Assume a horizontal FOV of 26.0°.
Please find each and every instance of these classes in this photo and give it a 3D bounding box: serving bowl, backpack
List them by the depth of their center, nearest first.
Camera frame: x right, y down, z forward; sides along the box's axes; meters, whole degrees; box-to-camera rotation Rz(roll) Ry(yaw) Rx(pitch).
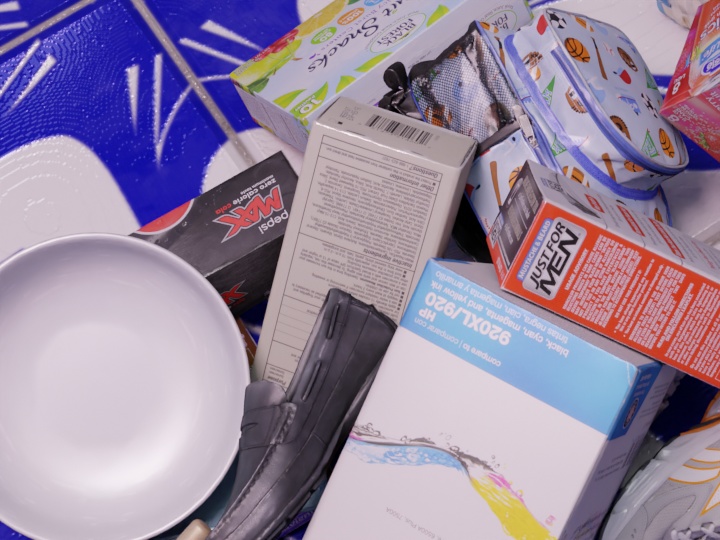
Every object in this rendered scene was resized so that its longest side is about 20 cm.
[{"bbox_3d":[-0.172,0.076,1.019,0.197,0.066,0.203,0,91,-8],"label":"serving bowl"},{"bbox_3d":[0.140,-0.078,1.086,0.153,0.199,0.193,-31,73,37],"label":"backpack"}]

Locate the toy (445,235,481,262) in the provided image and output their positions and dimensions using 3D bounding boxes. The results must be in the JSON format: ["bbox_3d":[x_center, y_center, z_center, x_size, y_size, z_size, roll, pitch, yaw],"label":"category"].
[{"bbox_3d":[0.030,-0.043,1.158,0.114,0.047,0.202,-19,52,13],"label":"toy"}]

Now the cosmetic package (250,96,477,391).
[{"bbox_3d":[0.000,0.000,1.032,0.102,0.202,0.073,19,24,7],"label":"cosmetic package"}]

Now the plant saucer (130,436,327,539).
[{"bbox_3d":[-0.119,0.148,1.048,0.197,0.019,0.071,-12,60,4],"label":"plant saucer"}]

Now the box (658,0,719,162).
[{"bbox_3d":[0.314,-0.103,1.064,0.199,0.095,0.100,34,64,-18],"label":"box"}]

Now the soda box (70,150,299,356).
[{"bbox_3d":[-0.120,0.001,1.104,0.199,0.064,0.071,-30,58,-8],"label":"soda box"}]

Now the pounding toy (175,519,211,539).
[{"bbox_3d":[-0.189,0.257,0.970,0.197,0.143,0.186,4,62,11],"label":"pounding toy"}]

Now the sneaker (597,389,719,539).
[{"bbox_3d":[0.235,0.145,1.009,0.200,0.076,0.092,-42,67,-14],"label":"sneaker"}]

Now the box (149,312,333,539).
[{"bbox_3d":[-0.117,0.111,1.101,0.136,0.039,0.201,-31,61,-8],"label":"box"}]

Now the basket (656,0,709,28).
[{"bbox_3d":[0.323,-0.235,1.167,0.199,0.140,0.177,26,66,32],"label":"basket"}]

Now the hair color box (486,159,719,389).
[{"bbox_3d":[0.180,0.011,0.951,0.198,0.111,0.064,26,105,-7],"label":"hair color box"}]

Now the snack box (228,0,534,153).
[{"bbox_3d":[0.014,-0.171,1.199,0.199,0.053,0.142,-38,34,-12],"label":"snack box"}]

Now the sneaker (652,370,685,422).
[{"bbox_3d":[0.190,0.064,1.072,0.198,0.075,0.088,-28,77,-4],"label":"sneaker"}]

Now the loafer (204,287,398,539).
[{"bbox_3d":[-0.046,0.098,0.949,0.070,0.068,0.201,37,63,-3],"label":"loafer"}]

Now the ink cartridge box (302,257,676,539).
[{"bbox_3d":[0.080,0.115,0.957,0.144,0.147,0.202,27,98,19],"label":"ink cartridge box"}]
